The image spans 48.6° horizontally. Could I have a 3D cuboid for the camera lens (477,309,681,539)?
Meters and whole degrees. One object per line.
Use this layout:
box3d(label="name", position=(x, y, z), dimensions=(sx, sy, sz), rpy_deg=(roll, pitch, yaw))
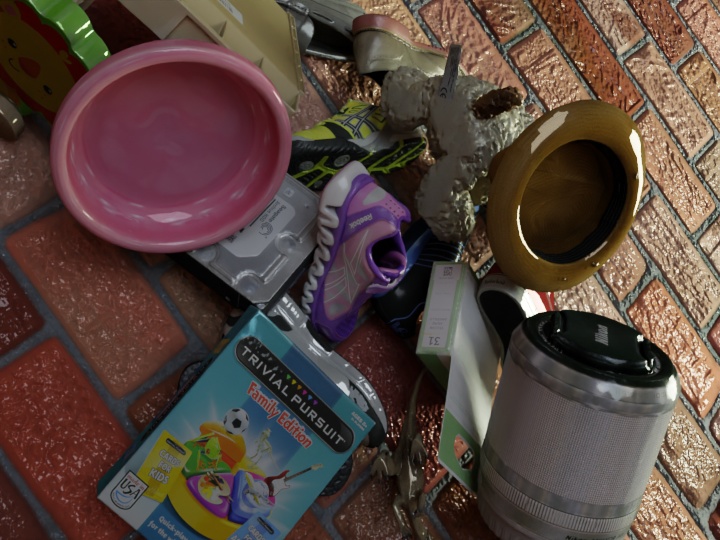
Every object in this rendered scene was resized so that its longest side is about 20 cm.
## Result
box3d(label="camera lens", position=(0.201, 0.152, 0.759), dimensions=(0.156, 0.160, 0.205), rpy_deg=(2, 112, -27))

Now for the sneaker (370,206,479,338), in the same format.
box3d(label="sneaker", position=(0.081, -0.009, 0.896), dimensions=(0.200, 0.070, 0.079), rpy_deg=(-44, 108, -31))

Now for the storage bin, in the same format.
box3d(label="storage bin", position=(-0.153, -0.233, 0.743), dimensions=(0.199, 0.093, 0.201), rpy_deg=(40, 25, -35))

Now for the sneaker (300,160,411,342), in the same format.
box3d(label="sneaker", position=(0.000, 0.000, 0.769), dimensions=(0.087, 0.203, 0.080), rpy_deg=(27, 42, 17))

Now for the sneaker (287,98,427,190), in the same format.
box3d(label="sneaker", position=(-0.018, -0.145, 0.892), dimensions=(0.197, 0.075, 0.078), rpy_deg=(-13, 67, -39))

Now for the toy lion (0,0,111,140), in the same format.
box3d(label="toy lion", position=(-0.294, -0.198, 0.669), dimensions=(0.201, 0.189, 0.069), rpy_deg=(54, 53, -28))

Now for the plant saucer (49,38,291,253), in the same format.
box3d(label="plant saucer", position=(-0.156, -0.105, 0.666), dimensions=(0.196, 0.203, 0.051), rpy_deg=(1, 43, -27))

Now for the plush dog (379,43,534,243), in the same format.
box3d(label="plush dog", position=(0.135, -0.147, 0.860), dimensions=(0.170, 0.159, 0.204), rpy_deg=(-6, 72, -53))

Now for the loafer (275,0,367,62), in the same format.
box3d(label="loafer", position=(-0.073, -0.280, 0.902), dimensions=(0.195, 0.070, 0.071), rpy_deg=(2, 63, -28))

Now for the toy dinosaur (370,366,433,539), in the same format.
box3d(label="toy dinosaur", position=(0.047, 0.189, 0.794), dimensions=(0.057, 0.101, 0.206), rpy_deg=(-4, 78, 13))

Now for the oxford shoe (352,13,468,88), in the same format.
box3d(label="oxford shoe", position=(0.059, -0.230, 0.946), dimensions=(0.197, 0.069, 0.077), rpy_deg=(14, 78, -42))

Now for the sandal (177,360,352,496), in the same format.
box3d(label="sandal", position=(-0.094, 0.152, 0.756), dimensions=(0.198, 0.045, 0.076), rpy_deg=(36, 81, -25))

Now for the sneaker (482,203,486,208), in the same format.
box3d(label="sneaker", position=(0.177, -0.073, 0.948), dimensions=(0.198, 0.070, 0.110), rpy_deg=(33, 42, -17))

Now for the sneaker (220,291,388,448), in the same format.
box3d(label="sneaker", position=(-0.056, 0.106, 0.782), dimensions=(0.200, 0.074, 0.080), rpy_deg=(45, 62, 3))

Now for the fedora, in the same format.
box3d(label="fedora", position=(0.187, -0.078, 0.777), dimensions=(0.196, 0.082, 0.205), rpy_deg=(-14, 120, -25))

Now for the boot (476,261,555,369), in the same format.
box3d(label="boot", position=(0.202, 0.039, 0.882), dimensions=(0.145, 0.071, 0.202), rpy_deg=(-56, 134, -34))

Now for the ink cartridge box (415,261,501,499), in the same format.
box3d(label="ink cartridge box", position=(0.100, 0.114, 0.824), dimensions=(0.146, 0.047, 0.204), rpy_deg=(49, 49, -52))

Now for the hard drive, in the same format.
box3d(label="hard drive", position=(-0.133, -0.060, 0.779), dimensions=(0.198, 0.038, 0.140), rpy_deg=(37, 59, 8))

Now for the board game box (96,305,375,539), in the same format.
box3d(label="board game box", position=(-0.105, 0.159, 0.696), dimensions=(0.151, 0.047, 0.201), rpy_deg=(44, 79, -15))
